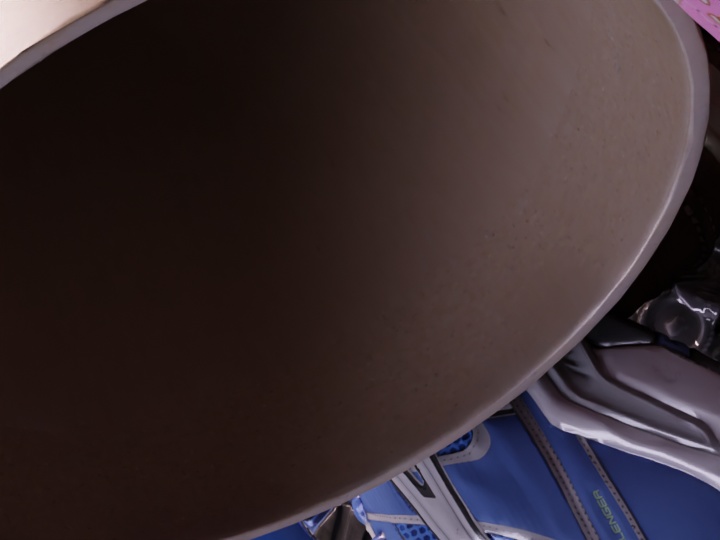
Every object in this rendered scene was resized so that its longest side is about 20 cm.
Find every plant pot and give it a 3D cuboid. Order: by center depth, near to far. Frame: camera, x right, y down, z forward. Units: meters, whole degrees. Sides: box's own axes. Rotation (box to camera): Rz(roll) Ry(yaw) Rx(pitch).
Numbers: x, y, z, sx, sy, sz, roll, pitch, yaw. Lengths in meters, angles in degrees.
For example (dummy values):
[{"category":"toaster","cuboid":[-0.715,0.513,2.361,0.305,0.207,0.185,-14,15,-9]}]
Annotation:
[{"category":"plant pot","cuboid":[-0.057,-0.072,0.563,0.200,0.187,0.187,62,176,32]}]

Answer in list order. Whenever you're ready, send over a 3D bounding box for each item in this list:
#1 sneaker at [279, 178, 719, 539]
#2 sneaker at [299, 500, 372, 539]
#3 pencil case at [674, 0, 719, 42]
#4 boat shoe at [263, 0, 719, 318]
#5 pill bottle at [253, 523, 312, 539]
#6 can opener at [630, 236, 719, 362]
[{"category":"sneaker","cuboid":[0.017,0.036,0.631,0.200,0.077,0.076,24,172,37]},{"category":"sneaker","cuboid":[0.070,0.069,0.738,0.200,0.075,0.078,14,176,-12]},{"category":"pencil case","cuboid":[0.037,-0.113,0.440,0.200,0.083,0.087,41,161,-8]},{"category":"boat shoe","cuboid":[0.000,-0.060,0.649,0.202,0.075,0.075,34,161,16]},{"category":"pill bottle","cuboid":[-0.020,0.113,1.045,0.112,0.112,0.200,19,154,47]},{"category":"can opener","cuboid":[0.143,0.038,0.674,0.200,0.053,0.067,34,-166,12]}]
